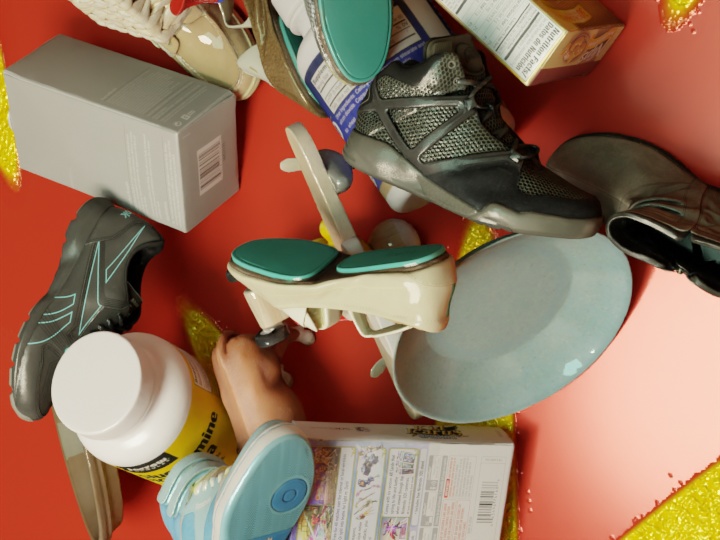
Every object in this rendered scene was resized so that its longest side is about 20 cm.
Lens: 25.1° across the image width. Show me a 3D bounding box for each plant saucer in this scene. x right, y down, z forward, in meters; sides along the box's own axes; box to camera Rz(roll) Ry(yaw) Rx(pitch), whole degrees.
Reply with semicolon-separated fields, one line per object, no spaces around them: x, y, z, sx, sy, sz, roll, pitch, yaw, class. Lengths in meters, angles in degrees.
-0.254;0.152;1.484;0.200;0.029;0.203;165;90;-73;plant saucer
0.110;0.033;1.229;0.202;0.199;0.039;-55;43;26;plant saucer

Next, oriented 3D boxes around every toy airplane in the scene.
0.000;0.000;1.299;0.199;0.141;0.201;42;145;24;toy airplane

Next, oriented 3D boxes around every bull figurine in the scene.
-0.068;0.142;1.378;0.065;0.121;0.203;-14;92;32;bull figurine

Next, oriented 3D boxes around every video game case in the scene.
0.022;0.224;1.321;0.045;0.179;0.203;-135;50;-68;video game case

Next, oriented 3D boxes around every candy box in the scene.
0.093;-0.226;1.216;0.200;0.115;0.056;45;119;16;candy box

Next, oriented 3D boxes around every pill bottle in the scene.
-0.174;0.119;1.377;0.111;0.200;0.114;-7;70;21;pill bottle
0.020;-0.159;1.271;0.120;0.119;0.201;-40;78;30;pill bottle

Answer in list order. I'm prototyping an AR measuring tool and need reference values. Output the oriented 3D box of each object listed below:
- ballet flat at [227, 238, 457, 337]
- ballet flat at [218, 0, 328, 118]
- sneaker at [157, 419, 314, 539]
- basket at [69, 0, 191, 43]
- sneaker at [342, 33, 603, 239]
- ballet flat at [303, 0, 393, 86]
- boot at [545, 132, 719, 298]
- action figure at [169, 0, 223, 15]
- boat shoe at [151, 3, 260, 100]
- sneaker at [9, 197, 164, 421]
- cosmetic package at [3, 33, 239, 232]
-0.015;0.016;1.168;0.198;0.069;0.070;3;101;40;ballet flat
-0.080;-0.210;1.350;0.072;0.068;0.202;-25;84;29;ballet flat
-0.108;0.169;1.280;0.131;0.079;0.202;53;133;40;sneaker
-0.172;-0.297;1.299;0.135;0.123;0.201;22;77;47;basket
0.088;-0.096;1.142;0.198;0.076;0.115;26;108;23;sneaker
-0.019;-0.238;1.188;0.071;0.072;0.203;1;110;30;ballet flat
0.206;-0.045;1.174;0.198;0.130;0.068;24;110;25;boot
-0.077;-0.268;1.257;0.065;0.199;0.100;35;128;26;action figure
-0.165;-0.222;1.400;0.200;0.065;0.072;50;119;13;boat shoe
-0.235;0.038;1.380;0.078;0.075;0.202;21;83;9;sneaker
-0.209;-0.123;1.419;0.198;0.090;0.108;24;134;26;cosmetic package
